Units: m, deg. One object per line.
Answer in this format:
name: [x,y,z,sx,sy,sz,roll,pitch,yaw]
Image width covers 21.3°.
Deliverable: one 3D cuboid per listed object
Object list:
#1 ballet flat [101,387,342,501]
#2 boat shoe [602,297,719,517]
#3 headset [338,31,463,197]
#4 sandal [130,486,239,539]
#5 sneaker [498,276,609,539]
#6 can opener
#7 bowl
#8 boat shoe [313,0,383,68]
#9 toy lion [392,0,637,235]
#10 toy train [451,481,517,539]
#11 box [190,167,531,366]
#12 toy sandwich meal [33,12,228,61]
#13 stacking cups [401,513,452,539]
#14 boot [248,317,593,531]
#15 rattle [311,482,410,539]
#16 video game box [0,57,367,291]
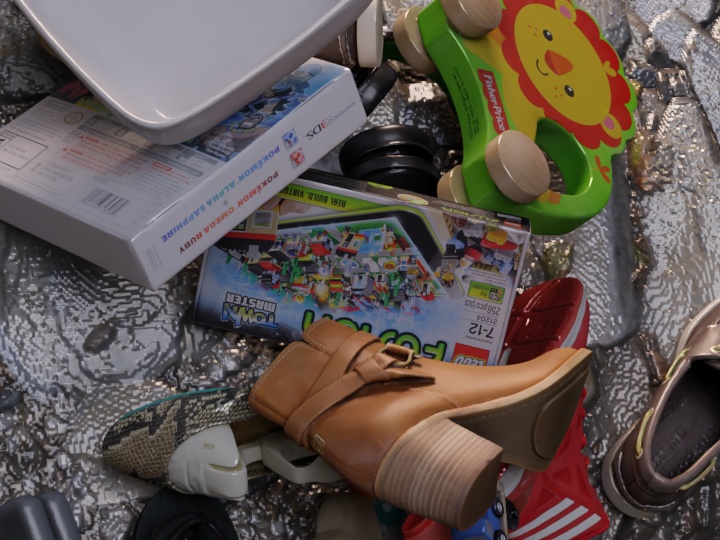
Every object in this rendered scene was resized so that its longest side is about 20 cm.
ballet flat: [-0.055,0.104,1.169,0.198,0.068,0.076,-11,40,-15]
boat shoe: [0.239,0.082,1.303,0.072,0.060,0.200,42,64,0]
headset: [-0.002,-0.089,1.299,0.199,0.094,0.124,-19,75,-39]
sandal: [-0.104,0.192,1.123,0.075,0.048,0.201,34,34,-14]
sneaker: [0.123,0.107,1.274,0.116,0.078,0.201,54,46,-28]
can opener: [-0.154,0.222,1.131,0.201,0.066,0.053,63,21,13]
bowl: [-0.100,-0.179,1.146,0.200,0.075,0.200,-38,69,-11]
boat shoe: [-0.014,-0.192,1.283,0.059,0.072,0.201,-2,31,3]
toy lion: [0.122,-0.115,1.314,0.191,0.069,0.202,9,58,-41]
toy train: [0.075,0.213,1.112,0.046,0.034,0.202,32,47,-47]
box: [0.000,0.000,1.219,0.198,0.035,0.111,13,106,1]
toy sandwich meal: [-0.132,-0.202,1.240,0.203,0.071,0.206,-9,40,8]
stacking cups: [0.102,0.225,1.200,0.200,0.060,0.061,45,64,-9]
boot: [0.042,0.068,1.150,0.154,0.074,0.200,26,29,24]
rattle: [-0.039,0.201,1.195,0.130,0.142,0.201,34,42,-39]
video game box: [-0.126,-0.080,1.186,0.182,0.199,0.047,-42,129,-24]
